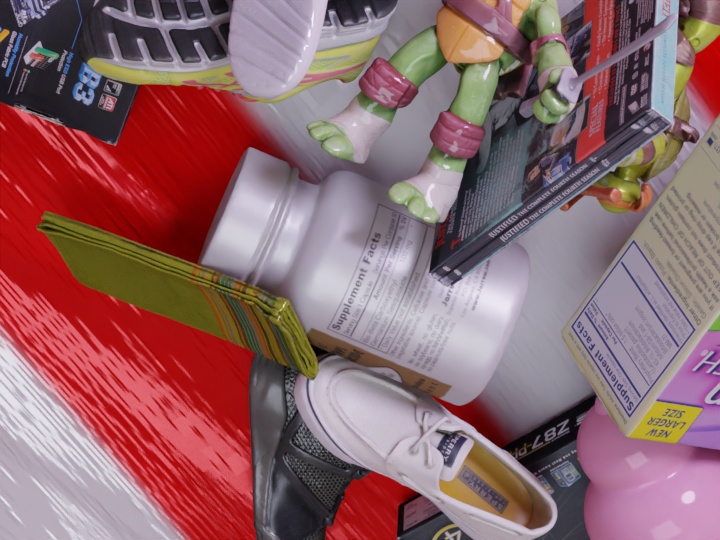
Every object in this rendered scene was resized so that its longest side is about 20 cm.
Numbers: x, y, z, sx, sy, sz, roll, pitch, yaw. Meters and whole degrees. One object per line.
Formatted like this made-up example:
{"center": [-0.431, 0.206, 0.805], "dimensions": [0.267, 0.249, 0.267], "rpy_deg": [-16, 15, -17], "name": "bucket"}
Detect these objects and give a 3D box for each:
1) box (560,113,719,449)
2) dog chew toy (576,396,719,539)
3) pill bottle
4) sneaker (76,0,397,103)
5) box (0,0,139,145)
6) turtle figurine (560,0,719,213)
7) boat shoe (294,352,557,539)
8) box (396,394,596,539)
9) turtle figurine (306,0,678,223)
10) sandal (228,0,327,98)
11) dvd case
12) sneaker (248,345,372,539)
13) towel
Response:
{"center": [0.259, 0.012, 1.340], "dimensions": [0.175, 0.097, 0.200], "rpy_deg": [11, 126, -37], "name": "box"}
{"center": [0.205, 0.165, 1.413], "dimensions": [0.124, 0.125, 0.201], "rpy_deg": [-20, 108, 15], "name": "dog chew toy"}
{"center": [0.000, 0.000, 1.387], "dimensions": [0.199, 0.115, 0.115], "rpy_deg": [23, 119, -7], "name": "pill bottle"}
{"center": [-0.076, -0.135, 1.318], "dimensions": [0.198, 0.079, 0.091], "rpy_deg": [-6, 146, -14], "name": "sneaker"}
{"center": [-0.211, -0.202, 1.328], "dimensions": [0.197, 0.050, 0.201], "rpy_deg": [19, 120, -9], "name": "box"}
{"center": [0.178, -0.099, 1.291], "dimensions": [0.064, 0.200, 0.162], "rpy_deg": [21, 96, 3], "name": "turtle figurine"}
{"center": [0.048, 0.118, 1.413], "dimensions": [0.200, 0.071, 0.070], "rpy_deg": [39, 158, -15], "name": "boat shoe"}
{"center": [0.149, 0.189, 1.519], "dimensions": [0.199, 0.049, 0.161], "rpy_deg": [-30, 114, 18], "name": "box"}
{"center": [0.054, -0.132, 1.244], "dimensions": [0.143, 0.200, 0.195], "rpy_deg": [29, 105, -19], "name": "turtle figurine"}
{"center": [-0.032, -0.195, 1.274], "dimensions": [0.079, 0.208, 0.059], "rpy_deg": [5, 167, 30], "name": "sandal"}
{"center": [0.116, -0.093, 1.278], "dimensions": [0.022, 0.147, 0.200], "rpy_deg": [32, 134, -24], "name": "dvd case"}
{"center": [-0.017, 0.141, 1.490], "dimensions": [0.113, 0.076, 0.201], "rpy_deg": [5, 115, 10], "name": "sneaker"}
{"center": [-0.120, 0.018, 1.392], "dimensions": [0.199, 0.018, 0.086], "rpy_deg": [20, 153, 27], "name": "towel"}
